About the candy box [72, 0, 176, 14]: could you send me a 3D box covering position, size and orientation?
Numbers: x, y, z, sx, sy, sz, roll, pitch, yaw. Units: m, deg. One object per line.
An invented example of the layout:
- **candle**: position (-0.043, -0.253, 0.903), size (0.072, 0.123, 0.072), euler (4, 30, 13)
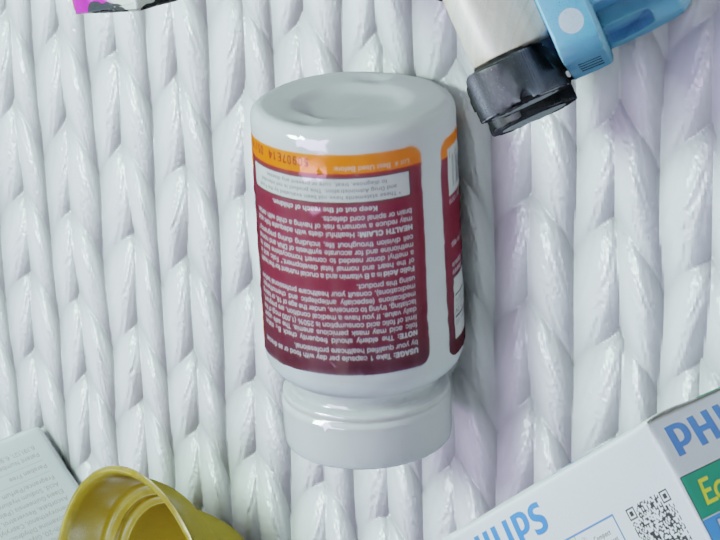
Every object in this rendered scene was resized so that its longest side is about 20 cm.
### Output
- **candy box**: position (-0.069, -0.221, 1.301), size (0.061, 0.200, 0.137), euler (2, 108, 50)

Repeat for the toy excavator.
- **toy excavator**: position (0.127, -0.154, 1.183), size (0.194, 0.199, 0.100), euler (5, -119, -83)

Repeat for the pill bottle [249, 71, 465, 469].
- **pill bottle**: position (0.000, 0.000, 1.388), size (0.114, 0.114, 0.201), euler (20, 120, 45)

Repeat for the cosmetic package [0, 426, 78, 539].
- **cosmetic package**: position (-0.266, 0.255, 1.788), size (0.200, 0.166, 0.168), euler (53, 139, 18)

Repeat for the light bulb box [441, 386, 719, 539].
- **light bulb box**: position (0.174, 0.175, 1.245), size (0.198, 0.125, 0.201), euler (-38, 76, 52)

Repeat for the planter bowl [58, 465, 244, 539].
- **planter bowl**: position (-0.117, 0.222, 1.645), size (0.200, 0.083, 0.201), euler (12, 106, 52)
